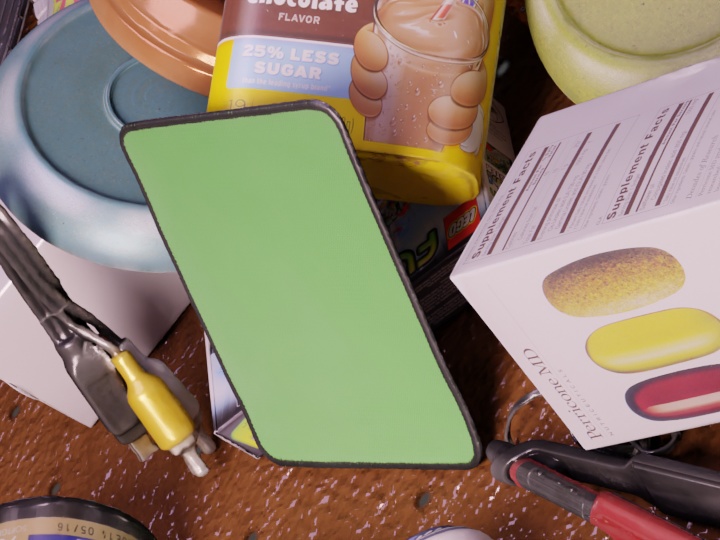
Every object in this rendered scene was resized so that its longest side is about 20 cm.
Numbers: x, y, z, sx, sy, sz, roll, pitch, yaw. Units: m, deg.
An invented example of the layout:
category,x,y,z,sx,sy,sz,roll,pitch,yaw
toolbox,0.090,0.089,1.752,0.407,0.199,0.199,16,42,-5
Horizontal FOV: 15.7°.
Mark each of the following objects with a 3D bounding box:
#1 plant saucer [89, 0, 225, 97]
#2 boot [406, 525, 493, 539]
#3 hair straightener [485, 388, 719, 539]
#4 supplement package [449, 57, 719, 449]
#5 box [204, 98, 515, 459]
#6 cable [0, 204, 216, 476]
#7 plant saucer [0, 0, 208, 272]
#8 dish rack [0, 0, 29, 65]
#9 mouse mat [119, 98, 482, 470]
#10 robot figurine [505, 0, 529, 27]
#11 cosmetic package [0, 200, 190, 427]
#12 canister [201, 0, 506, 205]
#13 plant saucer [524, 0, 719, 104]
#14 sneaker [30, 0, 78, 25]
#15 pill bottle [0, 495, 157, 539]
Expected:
category,x,y,z,sx,sy,sz,roll,pitch,yaw
plant saucer,-0.047,-0.155,1.406,0.201,0.198,0.038,-108,26,-48
boot,-0.020,0.163,1.221,0.200,0.073,0.091,-43,43,21
hair straightener,0.124,0.086,1.152,0.077,0.041,0.200,-44,26,-16
supplement package,0.157,-0.014,1.092,0.199,0.114,0.110,-17,31,44
box,0.000,0.000,1.360,0.200,0.035,0.111,-37,40,26
cable,-0.145,0.023,1.382,0.050,0.201,0.097,-33,24,-5
plant saucer,-0.103,-0.085,1.387,0.028,0.198,0.201,94,176,-52
dish rack,-0.311,-0.143,1.834,0.199,0.054,0.154,-19,50,41
mouse mat,-0.030,0.011,1.266,0.160,0.201,0.008,-3,29,46
robot figurine,0.124,-0.226,1.365,0.200,0.058,0.145,-53,37,7
cosmetic package,-0.143,-0.025,1.492,0.200,0.107,0.085,-49,35,9
canister,0.005,-0.142,1.295,0.147,0.087,0.202,7,76,7
plant saucer,0.158,-0.164,1.252,0.199,0.031,0.202,-13,66,31
sneaker,-0.156,-0.152,1.633,0.090,0.078,0.201,-39,38,20
pill bottle,-0.156,0.224,1.308,0.111,0.112,0.201,-30,43,33
